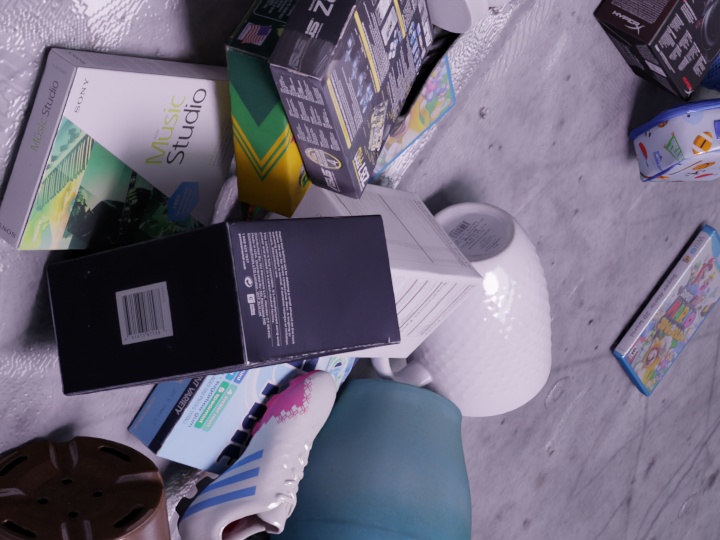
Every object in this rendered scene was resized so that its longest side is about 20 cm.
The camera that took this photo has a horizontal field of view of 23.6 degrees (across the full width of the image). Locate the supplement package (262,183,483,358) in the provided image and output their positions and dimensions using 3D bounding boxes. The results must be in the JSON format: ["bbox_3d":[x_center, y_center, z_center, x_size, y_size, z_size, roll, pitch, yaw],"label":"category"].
[{"bbox_3d":[0.000,0.000,1.493,0.110,0.114,0.199,-45,157,19],"label":"supplement package"}]

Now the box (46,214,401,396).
[{"bbox_3d":[-0.104,0.026,1.319,0.181,0.199,0.105,-3,84,-52],"label":"box"}]

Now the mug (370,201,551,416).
[{"bbox_3d":[0.091,0.041,1.667,0.199,0.147,0.176,-30,137,-24],"label":"mug"}]

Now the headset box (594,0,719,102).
[{"bbox_3d":[0.343,-0.297,1.768,0.201,0.075,0.148,-56,149,0],"label":"headset box"}]

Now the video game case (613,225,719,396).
[{"bbox_3d":[0.403,0.054,2.200,0.201,0.018,0.143,-53,147,-6],"label":"video game case"}]

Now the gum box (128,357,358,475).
[{"bbox_3d":[-0.097,0.103,1.558,0.171,0.044,0.200,-57,148,2],"label":"gum box"}]

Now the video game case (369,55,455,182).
[{"bbox_3d":[0.019,-0.174,1.493,0.143,0.018,0.201,-42,145,-21],"label":"video game case"}]

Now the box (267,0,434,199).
[{"bbox_3d":[-0.001,-0.168,1.303,0.200,0.049,0.162,69,41,-66],"label":"box"}]

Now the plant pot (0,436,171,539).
[{"bbox_3d":[-0.229,0.256,1.392,0.199,0.199,0.200,-24,129,-40],"label":"plant pot"}]

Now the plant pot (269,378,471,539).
[{"bbox_3d":[0.020,0.212,1.641,0.200,0.198,0.190,51,46,-57],"label":"plant pot"}]

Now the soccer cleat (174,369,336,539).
[{"bbox_3d":[-0.075,0.182,1.535,0.200,0.086,0.070,-49,148,-9],"label":"soccer cleat"}]

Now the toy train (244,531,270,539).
[{"bbox_3d":[-0.135,0.310,1.663,0.199,0.085,0.115,-10,114,-47],"label":"toy train"}]

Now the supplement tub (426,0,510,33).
[{"bbox_3d":[0.104,-0.303,1.374,0.200,0.144,0.145,-49,147,-12],"label":"supplement tub"}]

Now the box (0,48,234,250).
[{"bbox_3d":[-0.172,-0.087,1.294,0.199,0.036,0.146,-2,119,-52],"label":"box"}]

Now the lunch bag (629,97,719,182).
[{"bbox_3d":[0.403,-0.149,1.866,0.198,0.076,0.160,-11,172,-14],"label":"lunch bag"}]

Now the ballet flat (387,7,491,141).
[{"bbox_3d":[0.052,-0.184,1.458,0.201,0.057,0.066,-57,147,1],"label":"ballet flat"}]

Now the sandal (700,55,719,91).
[{"bbox_3d":[0.430,-0.226,1.942,0.199,0.087,0.080,9,113,-54],"label":"sandal"}]

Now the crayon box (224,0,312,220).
[{"bbox_3d":[-0.052,-0.135,1.351,0.201,0.050,0.128,89,23,-51],"label":"crayon box"}]
